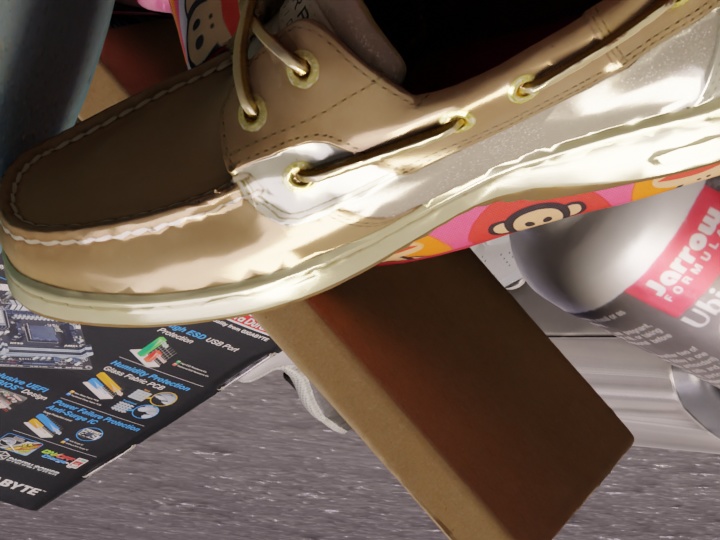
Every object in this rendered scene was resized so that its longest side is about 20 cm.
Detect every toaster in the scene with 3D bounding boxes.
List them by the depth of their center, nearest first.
[{"bbox_3d":[0.120,0.018,1.143,0.128,0.114,0.200,1,169,28],"label":"toaster"}]

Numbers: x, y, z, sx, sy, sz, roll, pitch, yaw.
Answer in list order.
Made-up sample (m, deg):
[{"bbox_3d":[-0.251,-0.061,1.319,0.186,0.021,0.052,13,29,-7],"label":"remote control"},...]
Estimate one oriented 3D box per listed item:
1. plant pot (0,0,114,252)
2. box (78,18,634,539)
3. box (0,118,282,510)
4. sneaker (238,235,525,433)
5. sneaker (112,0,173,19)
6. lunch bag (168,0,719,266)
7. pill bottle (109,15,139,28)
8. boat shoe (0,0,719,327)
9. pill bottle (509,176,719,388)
[{"bbox_3d":[-0.165,-0.083,0.617,0.195,0.201,0.196,1,165,12],"label":"plant pot"},{"bbox_3d":[0.000,0.000,0.829,0.021,0.200,0.163,-42,176,18],"label":"box"},{"bbox_3d":[-0.132,0.003,0.852,0.199,0.046,0.159,23,136,-40],"label":"box"},{"bbox_3d":[0.018,0.002,1.004,0.199,0.116,0.075,-9,-140,-45],"label":"sneaker"},{"bbox_3d":[-0.101,-0.108,0.791,0.199,0.080,0.095,9,177,-15],"label":"sneaker"},{"bbox_3d":[0.048,-0.081,0.700,0.199,0.082,0.176,-17,156,4],"label":"lunch bag"},{"bbox_3d":[-0.089,-0.030,0.989,0.115,0.117,0.200,-4,164,30],"label":"pill bottle"},{"bbox_3d":[0.003,-0.046,0.611,0.199,0.074,0.067,-18,132,7],"label":"boat shoe"},{"bbox_3d":[0.122,-0.022,0.934,0.199,0.111,0.111,26,159,-21],"label":"pill bottle"}]
